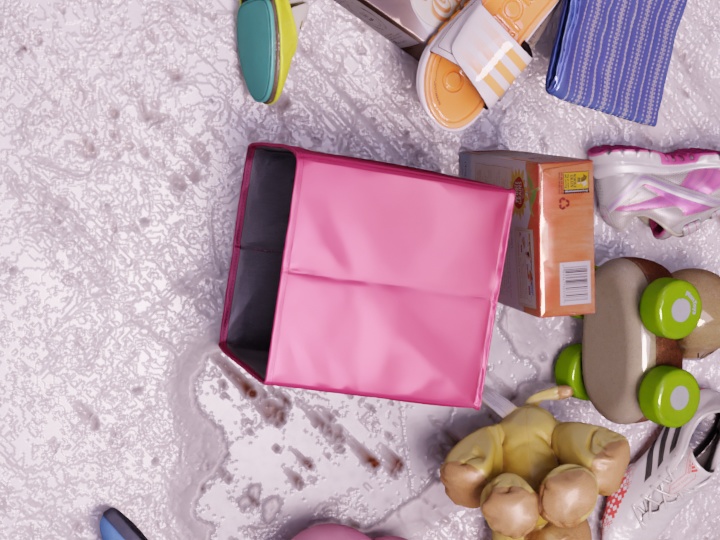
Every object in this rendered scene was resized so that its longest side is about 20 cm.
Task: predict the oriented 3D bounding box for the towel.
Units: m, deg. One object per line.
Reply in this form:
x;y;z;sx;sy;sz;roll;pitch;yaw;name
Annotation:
0.245;-0.219;1.538;0.199;0.024;0.146;7;97;-50;towel

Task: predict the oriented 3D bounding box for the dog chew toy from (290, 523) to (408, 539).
0.017;0.304;1.546;0.198;0.124;0.126;6;95;-25;dog chew toy

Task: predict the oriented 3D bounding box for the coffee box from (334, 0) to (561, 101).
0.068;-0.257;1.505;0.199;0.080;0.115;32;87;-18;coffee box

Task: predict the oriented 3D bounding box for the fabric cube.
0.000;0.000;1.458;0.198;0.196;0.202;7;94;-16;fabric cube

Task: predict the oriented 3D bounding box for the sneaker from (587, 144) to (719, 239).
0.315;-0.075;1.606;0.198;0.081;0.089;2;98;-8;sneaker

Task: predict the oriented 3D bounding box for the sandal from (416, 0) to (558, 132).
0.126;-0.217;1.454;0.079;0.059;0.207;37;86;-19;sandal

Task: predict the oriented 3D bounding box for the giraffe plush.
0.163;0.223;1.560;0.171;0.200;0.163;-14;119;-9;giraffe plush

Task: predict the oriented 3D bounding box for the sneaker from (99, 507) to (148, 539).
-0.196;0.314;1.510;0.078;0.066;0.201;-32;105;-6;sneaker

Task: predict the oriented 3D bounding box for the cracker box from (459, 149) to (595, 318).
0.149;-0.038;1.494;0.057;0.200;0.135;-4;98;-17;cracker box

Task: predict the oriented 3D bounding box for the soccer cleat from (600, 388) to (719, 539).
0.309;0.207;1.632;0.068;0.085;0.201;36;86;-17;soccer cleat

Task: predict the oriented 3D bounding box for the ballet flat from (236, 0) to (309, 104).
-0.081;-0.253;1.475;0.067;0.067;0.202;-18;101;-34;ballet flat

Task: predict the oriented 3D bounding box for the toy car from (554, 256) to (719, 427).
0.314;0.062;1.587;0.198;0.164;0.159;-4;98;-28;toy car
